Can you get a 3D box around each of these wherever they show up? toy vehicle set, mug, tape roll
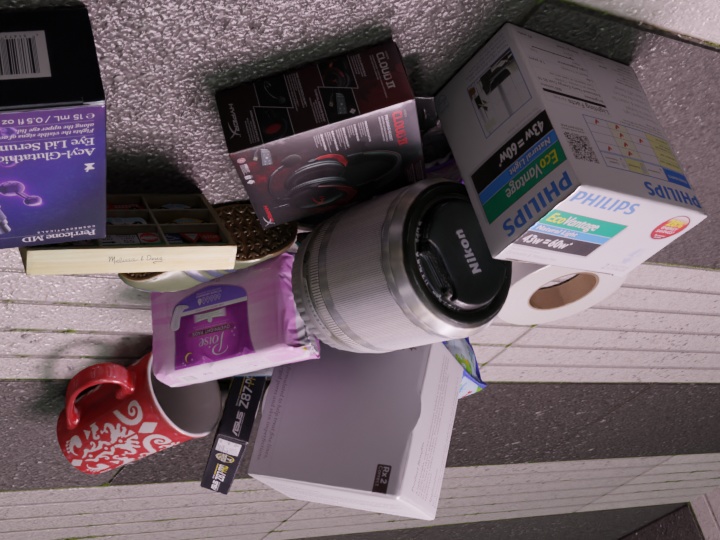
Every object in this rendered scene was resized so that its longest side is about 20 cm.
[{"bbox_3d":[-0.235,-0.038,1.037,0.200,0.124,0.027,-2,119,-26],"label":"toy vehicle set"},{"bbox_3d":[-0.317,0.177,1.417,0.200,0.133,0.178,-28,115,29],"label":"mug"},{"bbox_3d":[0.285,0.015,1.511,0.203,0.037,0.203,-12,152,-7],"label":"tape roll"}]

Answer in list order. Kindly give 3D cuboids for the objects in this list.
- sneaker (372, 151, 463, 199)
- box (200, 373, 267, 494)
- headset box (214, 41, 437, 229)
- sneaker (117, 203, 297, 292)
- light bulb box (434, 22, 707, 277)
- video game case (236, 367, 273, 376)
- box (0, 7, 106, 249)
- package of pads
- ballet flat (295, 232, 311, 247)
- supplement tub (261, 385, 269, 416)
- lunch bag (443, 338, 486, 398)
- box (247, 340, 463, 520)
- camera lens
[{"bbox_3d":[0.092,-0.077,1.164,0.200,0.089,0.080,-30,129,22],"label":"sneaker"},{"bbox_3d":[-0.171,0.203,1.471,0.049,0.161,0.200,18,147,-4],"label":"box"},{"bbox_3d":[-0.024,-0.131,1.030,0.200,0.075,0.149,-16,153,0],"label":"headset box"},{"bbox_3d":[-0.174,-0.022,1.175,0.200,0.067,0.090,-14,169,-16],"label":"sneaker"},{"bbox_3d":[0.206,-0.114,1.053,0.198,0.200,0.125,8,143,-37],"label":"light bulb box"},{"bbox_3d":[-0.066,0.078,1.344,0.143,0.018,0.200,3,144,-31],"label":"video game case"},{"bbox_3d":[-0.293,-0.112,0.888,0.148,0.104,0.200,-8,151,-17],"label":"box"},{"bbox_3d":[-0.146,0.060,1.222,0.200,0.121,0.076,-14,160,25],"label":"package of pads"},{"bbox_3d":[0.000,0.000,1.233,0.073,0.073,0.200,-27,132,19],"label":"ballet flat"},{"bbox_3d":[-0.058,0.236,1.610,0.145,0.145,0.200,-18,153,3],"label":"supplement tub"},{"bbox_3d":[0.067,0.138,1.516,0.170,0.128,0.200,-25,151,15],"label":"lunch bag"},{"bbox_3d":[-0.001,0.179,1.265,0.200,0.199,0.131,4,157,25],"label":"box"},{"bbox_3d":[0.042,0.000,1.083,0.160,0.160,0.200,7,165,-38],"label":"camera lens"}]
